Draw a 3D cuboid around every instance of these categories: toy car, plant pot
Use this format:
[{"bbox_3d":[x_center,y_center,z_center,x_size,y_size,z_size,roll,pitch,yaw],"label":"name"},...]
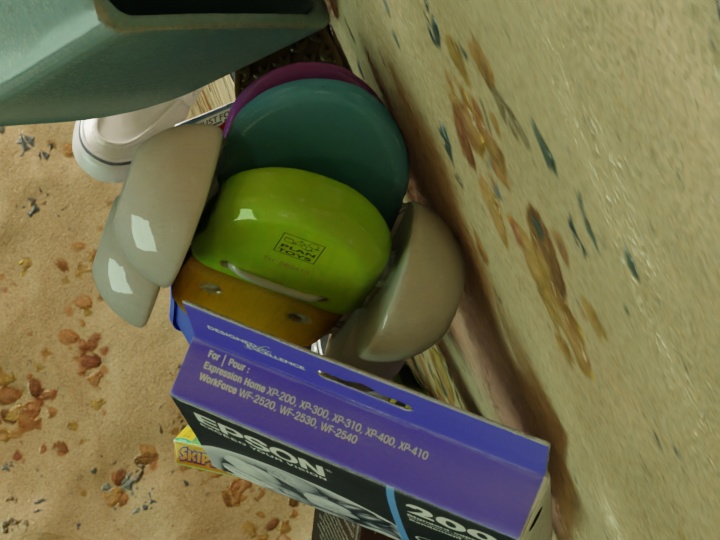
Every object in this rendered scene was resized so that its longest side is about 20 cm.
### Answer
[{"bbox_3d":[-0.035,-0.032,1.020,0.200,0.175,0.150,133,156,-70],"label":"toy car"},{"bbox_3d":[-0.177,-0.171,1.064,0.196,0.200,0.197,-13,-104,-56],"label":"plant pot"}]

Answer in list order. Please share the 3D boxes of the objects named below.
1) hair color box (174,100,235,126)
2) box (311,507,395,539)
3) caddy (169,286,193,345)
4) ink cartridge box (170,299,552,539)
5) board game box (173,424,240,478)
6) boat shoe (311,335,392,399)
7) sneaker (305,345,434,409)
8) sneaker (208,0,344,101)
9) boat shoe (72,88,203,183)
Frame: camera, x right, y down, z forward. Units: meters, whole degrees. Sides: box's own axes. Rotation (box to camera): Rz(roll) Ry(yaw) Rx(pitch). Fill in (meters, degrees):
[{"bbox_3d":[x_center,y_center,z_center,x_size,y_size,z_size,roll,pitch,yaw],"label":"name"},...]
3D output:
[{"bbox_3d":[-0.070,-0.081,1.333,0.200,0.100,0.061,159,87,-85],"label":"hair color box"},{"bbox_3d":[0.013,0.188,1.454,0.100,0.075,0.200,-121,34,-55],"label":"box"},{"bbox_3d":[-0.067,0.011,1.444,0.105,0.141,0.200,59,163,17],"label":"caddy"},{"bbox_3d":[0.002,0.096,1.023,0.198,0.043,0.200,21,162,13],"label":"ink cartridge box"},{"bbox_3d":[-0.055,0.098,1.516,0.200,0.095,0.030,-46,-40,-55],"label":"board game box"},{"bbox_3d":[0.000,0.000,1.202,0.200,0.072,0.071,-103,28,-51],"label":"boat shoe"},{"bbox_3d":[0.034,0.103,1.212,0.200,0.074,0.085,47,164,-6],"label":"sneaker"},{"bbox_3d":[-0.049,-0.133,1.159,0.200,0.067,0.090,63,-173,9],"label":"sneaker"},{"bbox_3d":[-0.139,-0.147,1.376,0.074,0.200,0.065,25,144,2],"label":"boat shoe"}]
